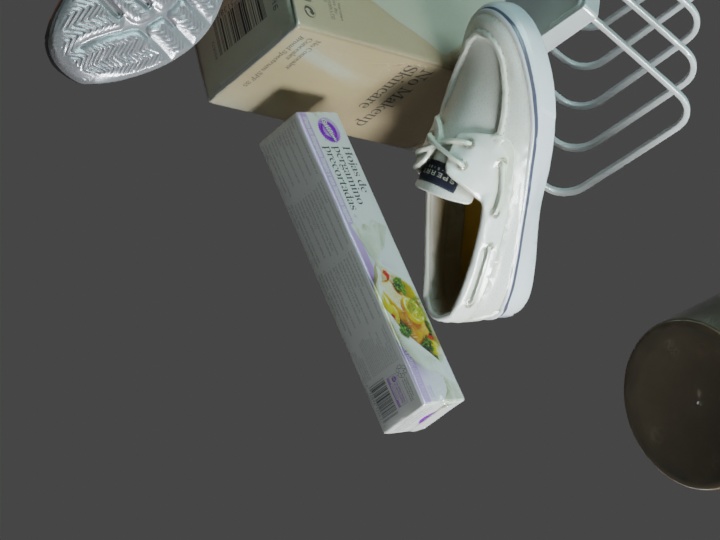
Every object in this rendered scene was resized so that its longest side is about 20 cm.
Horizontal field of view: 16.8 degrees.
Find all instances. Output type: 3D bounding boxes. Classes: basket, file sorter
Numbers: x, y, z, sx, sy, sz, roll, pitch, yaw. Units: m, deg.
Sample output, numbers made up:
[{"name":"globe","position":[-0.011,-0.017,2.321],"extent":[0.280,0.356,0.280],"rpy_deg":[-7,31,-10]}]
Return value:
[{"name":"basket","position":[0.280,0.068,1.604],"extent":[0.180,0.136,0.200],"rpy_deg":[24,27,39]},{"name":"file sorter","position":[0.151,-0.170,1.663],"extent":[0.125,0.139,0.200],"rpy_deg":[38,39,-23]}]

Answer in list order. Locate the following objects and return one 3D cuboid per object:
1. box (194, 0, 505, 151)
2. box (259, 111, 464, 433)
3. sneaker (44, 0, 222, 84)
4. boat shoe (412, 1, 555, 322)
[{"name":"box","position":[0.000,-0.140,1.516],"extent":[0.200,0.095,0.078],"rpy_deg":[10,55,-40]},{"name":"box","position":[0.000,0.000,1.445],"extent":[0.039,0.041,0.200],"rpy_deg":[-3,62,-48]},{"name":"sneaker","position":[-0.124,-0.185,1.440],"extent":[0.200,0.112,0.078],"rpy_deg":[-46,117,-20]},{"name":"boat shoe","position":[0.067,-0.062,1.478],"extent":[0.070,0.200,0.071],"rpy_deg":[-12,26,-37]}]
